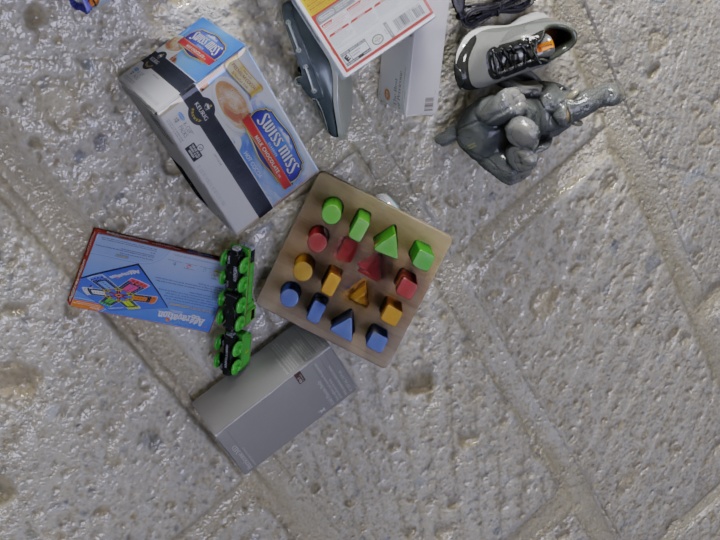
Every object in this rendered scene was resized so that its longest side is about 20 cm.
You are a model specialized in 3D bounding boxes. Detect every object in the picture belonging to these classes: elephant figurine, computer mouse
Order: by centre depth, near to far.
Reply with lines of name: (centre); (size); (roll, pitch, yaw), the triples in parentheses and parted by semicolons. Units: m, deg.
computer mouse: (0.165, -0.412, 1.602); (0.140, 0.046, 0.201); (-26, 137, -22)
elephant figurine: (0.235, -0.212, 1.702); (0.200, 0.155, 0.142); (-40, 170, -39)

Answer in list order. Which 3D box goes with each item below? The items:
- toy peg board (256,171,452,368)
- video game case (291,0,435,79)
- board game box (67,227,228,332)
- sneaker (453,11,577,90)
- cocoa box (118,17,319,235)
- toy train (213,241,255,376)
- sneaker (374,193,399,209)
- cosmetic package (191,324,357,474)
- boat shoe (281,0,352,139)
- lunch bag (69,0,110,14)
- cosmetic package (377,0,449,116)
toy peg board: (-0.009, 0.007, 1.620); (0.199, 0.098, 0.200); (27, 99, -4)
video game case: (-0.019, -0.349, 1.477); (0.143, 0.017, 0.201); (-36, 99, -15)
board game box: (-0.264, 0.015, 1.586); (0.199, 0.019, 0.103); (14, 105, -35)
sneaker: (0.203, -0.292, 1.645); (0.199, 0.079, 0.074); (-28, 119, -29)
cocoa box: (-0.165, -0.171, 1.473); (0.131, 0.133, 0.200); (-38, 128, -9)
toy train: (-0.161, 0.049, 1.636); (0.056, 0.042, 0.201); (-41, 146, -52)
sneaker: (0.000, 0.000, 1.698); (0.130, 0.079, 0.201); (-18, 122, -23)
cosmetic package: (-0.118, 0.172, 1.711); (0.200, 0.090, 0.107); (-40, 134, -9)
boat shoe: (-0.052, -0.253, 1.557); (0.061, 0.073, 0.201); (0, 131, 15)
lunch bag: (-0.275, -0.397, 1.302); (0.170, 0.124, 0.201); (-32, 113, -13)
cosmetic package: (0.067, -0.304, 1.576); (0.050, 0.083, 0.201); (-7, 117, -25)
